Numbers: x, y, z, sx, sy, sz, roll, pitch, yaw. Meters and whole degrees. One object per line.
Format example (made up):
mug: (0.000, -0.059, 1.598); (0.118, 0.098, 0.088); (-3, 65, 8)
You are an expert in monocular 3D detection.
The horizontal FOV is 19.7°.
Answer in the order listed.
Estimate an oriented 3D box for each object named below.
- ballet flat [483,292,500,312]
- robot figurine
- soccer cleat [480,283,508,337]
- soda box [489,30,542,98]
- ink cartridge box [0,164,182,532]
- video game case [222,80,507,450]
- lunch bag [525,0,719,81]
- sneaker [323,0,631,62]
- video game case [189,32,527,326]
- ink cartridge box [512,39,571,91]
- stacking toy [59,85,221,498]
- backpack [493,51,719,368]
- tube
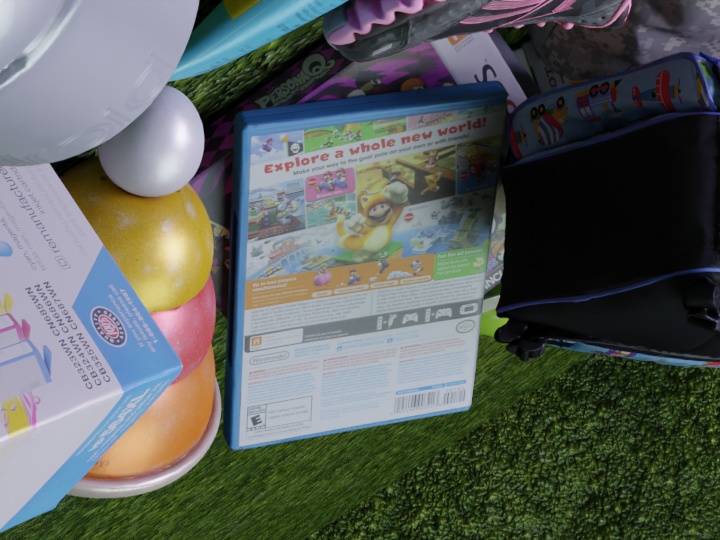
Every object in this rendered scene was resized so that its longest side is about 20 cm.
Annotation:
ballet flat: (0.090, -0.028, 1.196); (0.200, 0.071, 0.067); (-41, 166, 20)
robot figurine: (-0.112, -0.092, 0.567); (0.168, 0.114, 0.200); (-8, 173, 12)
soccer cleat: (0.142, -0.020, 1.239); (0.199, 0.068, 0.081); (-32, 145, 28)
soda box: (0.010, -0.061, 1.187); (0.199, 0.069, 0.064); (-31, 168, -19)
ink cartridge box: (-0.201, 0.049, 0.855); (0.125, 0.129, 0.199); (-43, 167, 36)
video game case: (0.000, 0.000, 1.081); (0.142, 0.018, 0.201); (-8, 126, -18)
lunch bag: (0.179, -0.176, 1.024); (0.166, 0.140, 0.200); (-15, 159, -22)
sneaker: (0.078, -0.132, 0.920); (0.199, 0.079, 0.095); (-24, 130, 23)
video game case: (0.006, -0.037, 1.093); (0.199, 0.036, 0.182); (-35, 130, 2)
ink cartridge box: (0.175, -0.108, 1.315); (0.066, 0.117, 0.199); (-16, -175, 41)
stacking toy: (-0.112, -0.004, 0.979); (0.146, 0.146, 0.201); (-24, 149, -45)
backpack: (0.189, -0.020, 1.053); (0.199, 0.136, 0.182); (8, 167, -34)
tube: (-0.006, -0.136, 0.883); (0.199, 0.051, 0.077); (-35, 176, 13)
